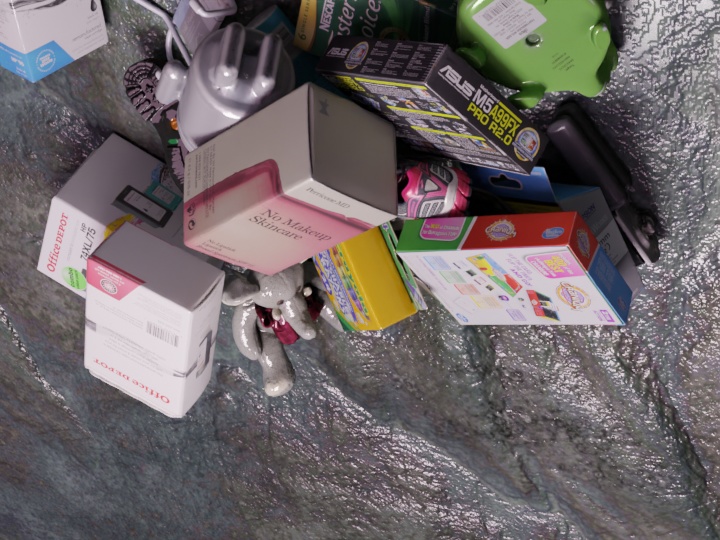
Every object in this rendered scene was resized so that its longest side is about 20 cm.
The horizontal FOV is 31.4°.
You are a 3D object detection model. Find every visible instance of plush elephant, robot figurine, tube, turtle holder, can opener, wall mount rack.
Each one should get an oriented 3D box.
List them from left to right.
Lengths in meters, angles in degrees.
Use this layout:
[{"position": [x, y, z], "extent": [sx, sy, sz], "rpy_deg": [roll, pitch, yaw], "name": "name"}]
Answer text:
[{"position": [-0.211, -0.307, 1.405], "extent": [0.175, 0.074, 0.200], "rpy_deg": [59, 139, 19], "name": "wall mount rack"}, {"position": [-0.135, -0.182, 1.372], "extent": [0.168, 0.114, 0.200], "rpy_deg": [18, 153, -10], "name": "robot figurine"}, {"position": [-0.092, 0.033, 1.564], "extent": [0.201, 0.164, 0.155], "rpy_deg": [57, 173, -1], "name": "plush elephant"}, {"position": [-0.053, -0.200, 1.424], "extent": [0.077, 0.051, 0.201], "rpy_deg": [-31, 112, 19], "name": "tube"}, {"position": [0.177, -0.243, 1.199], "extent": [0.183, 0.133, 0.142], "rpy_deg": [12, 140, -10], "name": "turtle holder"}, {"position": [0.252, -0.082, 1.359], "extent": [0.066, 0.054, 0.200], "rpy_deg": [-26, 112, 37], "name": "can opener"}]

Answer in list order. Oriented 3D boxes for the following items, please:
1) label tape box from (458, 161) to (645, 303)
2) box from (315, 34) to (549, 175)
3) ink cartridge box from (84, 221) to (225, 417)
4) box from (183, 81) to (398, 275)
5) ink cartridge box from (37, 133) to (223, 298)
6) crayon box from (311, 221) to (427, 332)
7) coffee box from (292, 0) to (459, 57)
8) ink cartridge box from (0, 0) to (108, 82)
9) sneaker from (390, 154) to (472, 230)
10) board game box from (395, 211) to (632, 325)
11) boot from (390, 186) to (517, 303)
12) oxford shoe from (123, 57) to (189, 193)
[{"position": [0.203, -0.049, 1.372], "extent": [0.143, 0.066, 0.201], "rpy_deg": [12, 137, 54], "name": "label tape box"}, {"position": [0.068, -0.164, 1.257], "extent": [0.160, 0.045, 0.199], "rpy_deg": [36, 171, -33], "name": "box"}, {"position": [-0.247, 0.062, 1.518], "extent": [0.144, 0.085, 0.201], "rpy_deg": [27, 135, 11], "name": "ink cartridge box"}, {"position": [-0.074, -0.088, 1.313], "extent": [0.127, 0.110, 0.199], "rpy_deg": [20, 149, -41], "name": "box"}, {"position": [-0.280, -0.039, 1.618], "extent": [0.199, 0.147, 0.147], "rpy_deg": [30, 137, 2], "name": "ink cartridge box"}, {"position": [0.000, 0.000, 1.418], "extent": [0.127, 0.051, 0.200], "rpy_deg": [66, 165, -3], "name": "crayon box"}, {"position": [0.031, -0.253, 1.334], "extent": [0.198, 0.044, 0.124], "rpy_deg": [26, 137, 7], "name": "coffee box"}, {"position": [-0.360, -0.328, 1.420], "extent": [0.067, 0.116, 0.202], "rpy_deg": [28, 140, 33], "name": "ink cartridge box"}, {"position": [0.039, -0.091, 1.371], "extent": [0.074, 0.082, 0.199], "rpy_deg": [15, 173, -28], "name": "sneaker"}, {"position": [0.157, 0.002, 1.305], "extent": [0.198, 0.041, 0.153], "rpy_deg": [-1, 148, 35], "name": "board game box"}, {"position": [0.090, -0.038, 1.419], "extent": [0.181, 0.073, 0.200], "rpy_deg": [32, 162, 4], "name": "boot"}, {"position": [-0.200, -0.163, 1.514], "extent": [0.072, 0.085, 0.202], "rpy_deg": [-22, 102, 15], "name": "oxford shoe"}]
